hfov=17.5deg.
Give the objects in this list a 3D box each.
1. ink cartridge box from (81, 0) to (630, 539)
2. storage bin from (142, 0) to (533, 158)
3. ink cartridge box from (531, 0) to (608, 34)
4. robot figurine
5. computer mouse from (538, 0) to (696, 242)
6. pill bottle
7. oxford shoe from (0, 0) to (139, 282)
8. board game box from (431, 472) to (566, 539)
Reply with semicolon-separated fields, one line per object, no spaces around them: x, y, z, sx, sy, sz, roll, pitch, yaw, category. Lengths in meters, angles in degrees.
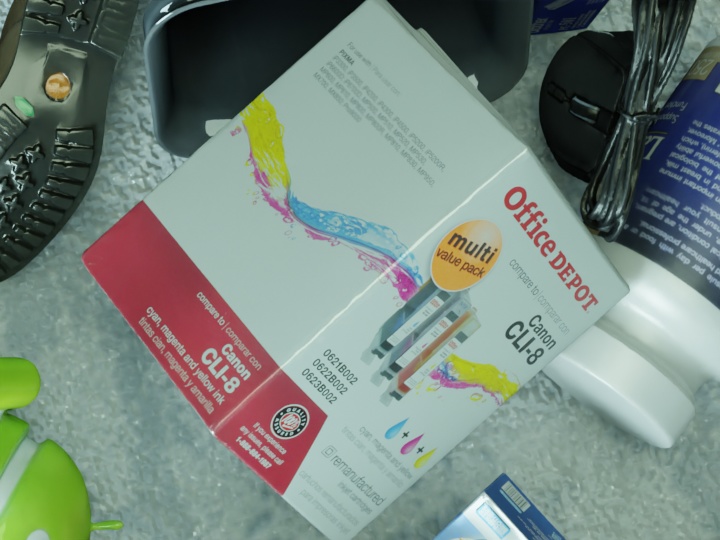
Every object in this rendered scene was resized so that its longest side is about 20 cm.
0.000;0.000;1.150;0.200;0.145;0.145;-42;50;0;ink cartridge box
-0.023;-0.155;1.223;0.199;0.146;0.135;-11;57;-7;storage bin
0.098;-0.236;1.255;0.044;0.094;0.201;-6;83;-6;ink cartridge box
-0.223;0.113;1.166;0.199;0.116;0.176;28;103;-3;robot figurine
0.125;-0.109;1.178;0.046;0.200;0.141;16;109;-3;computer mouse
0.178;-0.014;1.223;0.115;0.116;0.200;36;80;0;pill bottle
-0.168;-0.086;1.225;0.072;0.084;0.201;24;99;-17;oxford shoe
0.092;0.221;1.183;0.200;0.034;0.135;47;116;7;board game box
